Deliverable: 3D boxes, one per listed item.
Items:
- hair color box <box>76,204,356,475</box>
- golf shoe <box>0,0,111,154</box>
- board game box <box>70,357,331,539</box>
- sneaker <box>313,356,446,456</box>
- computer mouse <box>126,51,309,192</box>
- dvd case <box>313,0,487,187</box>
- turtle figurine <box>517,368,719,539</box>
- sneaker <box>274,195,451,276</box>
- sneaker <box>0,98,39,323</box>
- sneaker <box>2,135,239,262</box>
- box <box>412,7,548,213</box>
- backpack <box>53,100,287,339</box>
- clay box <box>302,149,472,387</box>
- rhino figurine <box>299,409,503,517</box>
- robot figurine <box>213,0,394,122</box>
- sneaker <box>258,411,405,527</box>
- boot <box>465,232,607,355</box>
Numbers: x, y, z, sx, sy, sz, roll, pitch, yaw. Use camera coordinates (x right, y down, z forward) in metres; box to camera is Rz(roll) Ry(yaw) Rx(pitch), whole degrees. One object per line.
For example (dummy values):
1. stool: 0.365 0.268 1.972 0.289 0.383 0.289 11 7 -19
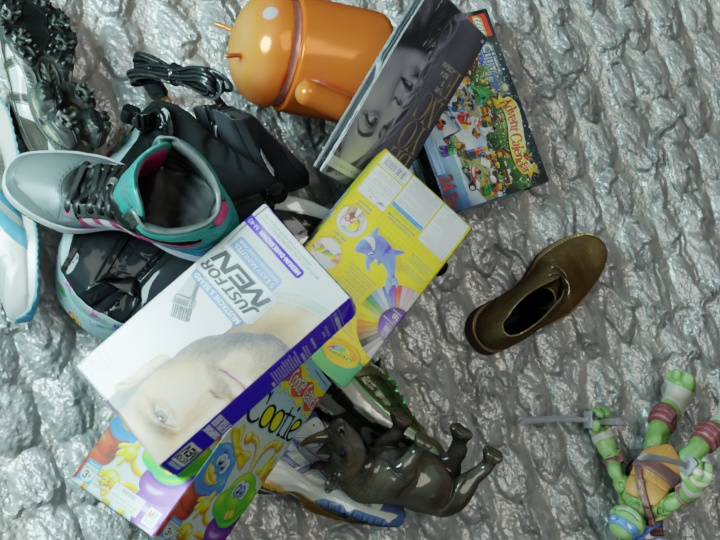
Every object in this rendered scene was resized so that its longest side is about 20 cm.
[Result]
1. hair color box: -0.113 0.055 1.025 0.200 0.065 0.109 -42 75 -6
2. golf shoe: -0.294 -0.166 1.142 0.077 0.095 0.201 2 52 -38
3. board game box: -0.133 0.138 1.099 0.200 0.103 0.105 -56 149 -15
4. sneaker: 0.021 0.125 1.238 0.200 0.077 0.089 42 49 -17
5. computer mouse: -0.141 -0.129 1.195 0.046 0.140 0.200 -60 145 -14
6. dvd case: 0.043 -0.166 1.235 0.016 0.149 0.201 34 96 27
7. turtle figurine: 0.310 0.172 1.322 0.194 0.144 0.200 -43 102 -30
8. sneaker: -0.013 0.006 1.247 0.199 0.073 0.113 15 77 -15
9. sneaker: -0.326 -0.048 1.106 0.080 0.077 0.201 -14 79 -19
10. sneaker: -0.191 -0.064 1.015 0.199 0.121 0.084 14 72 -6
11. box: 0.105 -0.167 1.353 0.136 0.038 0.201 -19 88 -27
12. backpack: -0.183 -0.029 1.136 0.166 0.127 0.200 33 68 -3
13. clay box: 0.000 0.000 1.188 0.115 0.048 0.200 42 74 -8
14. rhino figurine: 0.030 0.176 1.152 0.199 0.060 0.088 17 111 -32
15. robot figurine: -0.042 -0.206 1.243 0.199 0.117 0.145 8 75 -20
16. sneaker: -0.038 0.179 1.190 0.199 0.075 0.089 25 69 -20
17. boot: 0.203 0.021 1.341 0.200 0.075 0.074 -36 94 -28
